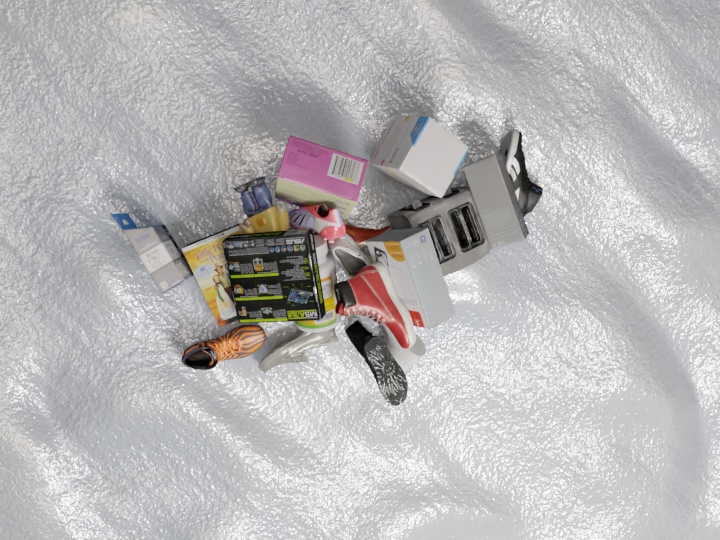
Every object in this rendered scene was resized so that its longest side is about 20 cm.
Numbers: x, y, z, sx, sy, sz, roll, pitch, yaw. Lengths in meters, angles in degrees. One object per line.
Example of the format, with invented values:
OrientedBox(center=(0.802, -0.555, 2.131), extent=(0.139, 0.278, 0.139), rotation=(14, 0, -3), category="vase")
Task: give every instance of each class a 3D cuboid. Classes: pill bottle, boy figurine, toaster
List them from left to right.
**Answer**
OrientedBox(center=(-0.215, -0.102, 1.498), extent=(0.123, 0.064, 0.202), rotation=(-16, 101, 14), category="boy figurine")
OrientedBox(center=(-0.106, 0.028, 1.523), extent=(0.110, 0.111, 0.202), rotation=(-8, 116, -5), category="pill bottle")
OrientedBox(center=(0.181, -0.077, 1.549), extent=(0.180, 0.119, 0.202), rotation=(-24, 97, -18), category="toaster")

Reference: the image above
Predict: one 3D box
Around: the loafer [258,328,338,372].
OrientedBox(center=(-0.145, 0.188, 1.583), extent=(0.199, 0.070, 0.070), rotation=(-31, 89, -3), category="loafer")

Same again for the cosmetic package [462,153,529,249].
OrientedBox(center=(0.308, -0.158, 1.527), extent=(0.089, 0.107, 0.202), rotation=(-16, 96, 23), category="cosmetic package")

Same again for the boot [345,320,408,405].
OrientedBox(center=(0.033, 0.207, 1.539), extent=(0.065, 0.200, 0.166), rotation=(-24, 99, -13), category="boot")

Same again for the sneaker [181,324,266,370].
OrientedBox(center=(-0.312, 0.185, 1.544), extent=(0.198, 0.112, 0.078), rotation=(-20, 97, -4), category="sneaker")

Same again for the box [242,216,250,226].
OrientedBox(center=(-0.241, -0.019, 1.565), extent=(0.158, 0.048, 0.201), rotation=(37, 91, -7), category="box")

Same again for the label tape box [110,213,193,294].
OrientedBox(center=(-0.453, -0.055, 1.492), extent=(0.063, 0.144, 0.201), rotation=(-31, 98, -2), category="label tape box")

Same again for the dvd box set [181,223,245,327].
OrientedBox(center=(-0.292, 0.012, 1.512), extent=(0.145, 0.029, 0.202), rotation=(-19, 105, 9), category="dvd box set")

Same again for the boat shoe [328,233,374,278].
OrientedBox(center=(0.000, 0.000, 1.534), extent=(0.071, 0.070, 0.200), rotation=(-39, 117, 22), category="boat shoe")

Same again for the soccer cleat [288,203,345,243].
OrientedBox(center=(-0.100, -0.120, 1.504), extent=(0.066, 0.199, 0.077), rotation=(-20, 118, -31), category="soccer cleat")

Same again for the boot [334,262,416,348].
OrientedBox(center=(0.025, 0.100, 1.460), extent=(0.144, 0.072, 0.201), rotation=(-28, 88, -27), category="boot")

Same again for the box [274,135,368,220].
OrientedBox(center=(-0.090, -0.198, 1.481), extent=(0.174, 0.200, 0.098), rotation=(17, 81, -6), category="box")

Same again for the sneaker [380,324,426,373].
OrientedBox(center=(0.066, 0.149, 1.598), extent=(0.073, 0.116, 0.201), rotation=(-13, 60, -36), category="sneaker")

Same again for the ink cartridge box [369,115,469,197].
OrientedBox(center=(0.123, -0.260, 1.515), extent=(0.125, 0.200, 0.129), rotation=(29, 92, -25), category="ink cartridge box")

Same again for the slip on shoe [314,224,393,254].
OrientedBox(center=(-0.019, -0.079, 1.573), extent=(0.198, 0.074, 0.062), rotation=(-12, 93, 0), category="slip on shoe")

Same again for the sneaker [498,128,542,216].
OrientedBox(center=(0.383, -0.228, 1.602), extent=(0.111, 0.073, 0.202), rotation=(7, 103, -9), category="sneaker")

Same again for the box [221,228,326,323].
OrientedBox(center=(-0.185, 0.015, 1.450), extent=(0.198, 0.048, 0.195), rotation=(-4, 109, 16), category="box")

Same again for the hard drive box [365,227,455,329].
OrientedBox(center=(0.109, 0.014, 1.476), extent=(0.076, 0.155, 0.202), rotation=(-26, 103, -24), category="hard drive box")
